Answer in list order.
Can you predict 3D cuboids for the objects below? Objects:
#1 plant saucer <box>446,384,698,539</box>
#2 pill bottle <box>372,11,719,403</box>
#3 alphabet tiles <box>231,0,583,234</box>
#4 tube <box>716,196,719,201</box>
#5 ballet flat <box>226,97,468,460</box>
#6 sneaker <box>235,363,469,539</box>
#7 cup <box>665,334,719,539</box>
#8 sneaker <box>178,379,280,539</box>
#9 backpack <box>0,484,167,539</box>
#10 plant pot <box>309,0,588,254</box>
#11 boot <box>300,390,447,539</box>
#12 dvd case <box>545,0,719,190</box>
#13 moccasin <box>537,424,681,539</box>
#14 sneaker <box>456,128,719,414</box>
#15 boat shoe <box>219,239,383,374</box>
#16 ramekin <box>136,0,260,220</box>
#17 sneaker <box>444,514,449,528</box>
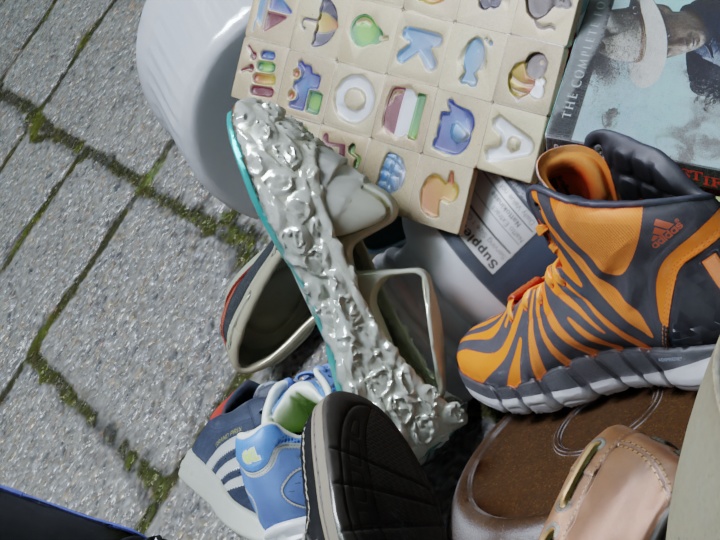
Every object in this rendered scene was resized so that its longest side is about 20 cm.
[{"bbox_3d":[0.117,0.076,0.806,0.199,0.032,0.200,-31,16,10],"label":"plant saucer"},{"bbox_3d":[0.092,-0.026,0.938,0.200,0.119,0.120,-45,31,17],"label":"pill bottle"},{"bbox_3d":[0.019,-0.115,0.910,0.199,0.006,0.168,19,98,36],"label":"alphabet tiles"},{"bbox_3d":[0.187,-0.006,0.805,0.199,0.052,0.059,10,104,46],"label":"tube"},{"bbox_3d":[0.000,0.000,0.892,0.071,0.202,0.072,-22,-1,-1],"label":"ballet flat"},{"bbox_3d":[-0.002,0.078,0.956,0.075,0.077,0.200,-24,12,29],"label":"sneaker"},{"bbox_3d":[0.183,0.124,0.614,0.201,0.198,0.144,-102,29,-53],"label":"cup"},{"bbox_3d":[-0.043,0.112,1.036,0.085,0.075,0.200,-61,30,-3],"label":"sneaker"},{"bbox_3d":[-0.226,0.241,1.077,0.147,0.181,0.202,133,156,-63],"label":"backpack"},{"bbox_3d":[0.033,-0.126,1.011,0.200,0.134,0.200,-39,-12,-10],"label":"plant pot"},{"bbox_3d":[-0.027,0.170,0.806,0.150,0.073,0.202,-36,55,33],"label":"boot"},{"bbox_3d":[0.199,-0.097,0.835,0.198,0.022,0.147,12,64,18],"label":"dvd case"},{"bbox_3d":[0.067,0.153,0.688,0.077,0.073,0.203,24,89,46],"label":"moccasin"},{"bbox_3d":[0.099,-0.003,0.810,0.199,0.113,0.078,-16,21,51],"label":"sneaker"},{"bbox_3d":[-0.021,-0.017,1.136,0.200,0.071,0.063,-48,18,21],"label":"boat shoe"},{"bbox_3d":[-0.038,-0.127,1.159,0.201,0.200,0.098,-45,38,15],"label":"ramekin"},{"bbox_3d":[0.088,0.132,0.829,0.199,0.072,0.083,-14,47,49],"label":"sneaker"}]
